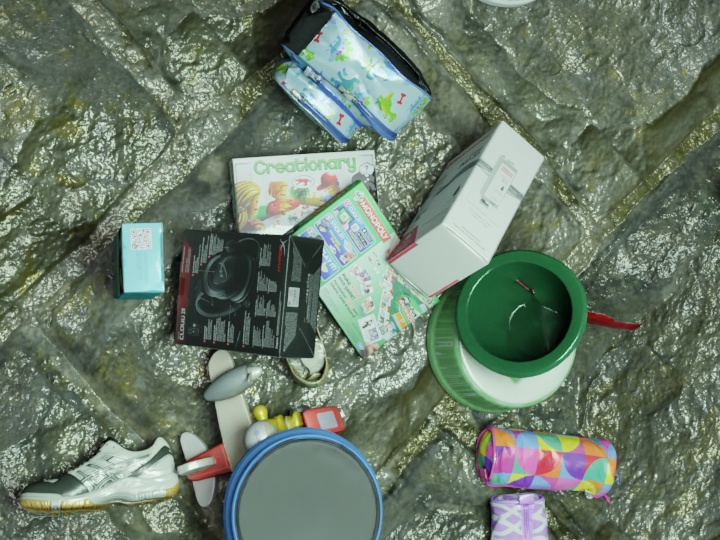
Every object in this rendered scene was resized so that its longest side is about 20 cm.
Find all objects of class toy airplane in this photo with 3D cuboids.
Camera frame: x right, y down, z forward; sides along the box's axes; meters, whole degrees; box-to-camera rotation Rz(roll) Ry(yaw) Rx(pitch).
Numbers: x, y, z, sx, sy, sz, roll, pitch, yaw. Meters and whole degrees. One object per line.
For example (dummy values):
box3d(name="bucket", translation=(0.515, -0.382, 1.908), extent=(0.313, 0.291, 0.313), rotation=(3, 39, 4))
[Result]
box3d(name="toy airplane", translation=(-0.140, 0.223, 1.546), extent=(0.198, 0.141, 0.201), rotation=(28, 73, 2))

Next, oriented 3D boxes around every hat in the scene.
box3d(name="hat", translation=(0.241, 0.082, 1.614), extent=(0.198, 0.176, 0.167), rotation=(23, 82, 26))

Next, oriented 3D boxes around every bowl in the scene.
box3d(name="bowl", translation=(-0.066, 0.292, 1.465), extent=(0.198, 0.039, 0.204), rotation=(1, 85, -14))

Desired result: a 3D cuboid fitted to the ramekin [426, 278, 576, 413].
box3d(name="ramekin", translation=(0.197, 0.095, 1.661), extent=(0.197, 0.098, 0.203), rotation=(1, 87, -14))

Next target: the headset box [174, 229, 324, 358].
box3d(name="headset box", translation=(-0.150, 0.028, 1.541), extent=(0.077, 0.198, 0.151), rotation=(7, 87, -54))

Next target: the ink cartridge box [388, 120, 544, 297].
box3d(name="ink cartridge box", translation=(0.140, -0.080, 1.604), extent=(0.083, 0.146, 0.201), rotation=(39, 56, -11))

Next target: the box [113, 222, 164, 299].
box3d(name="box", translation=(-0.275, -0.008, 1.498), extent=(0.048, 0.200, 0.084), rotation=(-1, 86, -14))

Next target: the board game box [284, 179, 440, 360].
box3d(name="board game box", translation=(0.000, 0.000, 1.628), extent=(0.134, 0.029, 0.201), rotation=(-36, 106, -8))

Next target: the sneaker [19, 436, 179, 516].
box3d(name="sneaker", translation=(-0.333, 0.258, 1.542), extent=(0.197, 0.076, 0.089), rotation=(-5, 74, -19))

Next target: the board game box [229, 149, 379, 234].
box3d(name="board game box", translation=(-0.073, -0.092, 1.638), extent=(0.197, 0.035, 0.128), rotation=(-5, 89, -14))

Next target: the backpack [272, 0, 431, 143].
box3d(name="backpack", translation=(-0.015, -0.254, 1.595), extent=(0.199, 0.183, 0.147), rotation=(38, 102, -12))

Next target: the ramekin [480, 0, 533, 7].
box3d(name="ramekin", translation=(0.216, -0.480, 1.700), extent=(0.197, 0.105, 0.203), rotation=(1, 87, -14))

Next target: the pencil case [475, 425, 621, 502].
box3d(name="pencil case", translation=(0.258, 0.266, 1.675), extent=(0.197, 0.088, 0.090), rotation=(10, 84, -12))

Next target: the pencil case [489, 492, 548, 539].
box3d(name="pencil case", translation=(0.221, 0.402, 1.655), extent=(0.083, 0.086, 0.203), rotation=(-6, 87, -3))

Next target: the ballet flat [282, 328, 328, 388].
box3d(name="ballet flat", translation=(-0.089, 0.062, 1.592), extent=(0.070, 0.071, 0.203), rotation=(-22, 102, -14))
